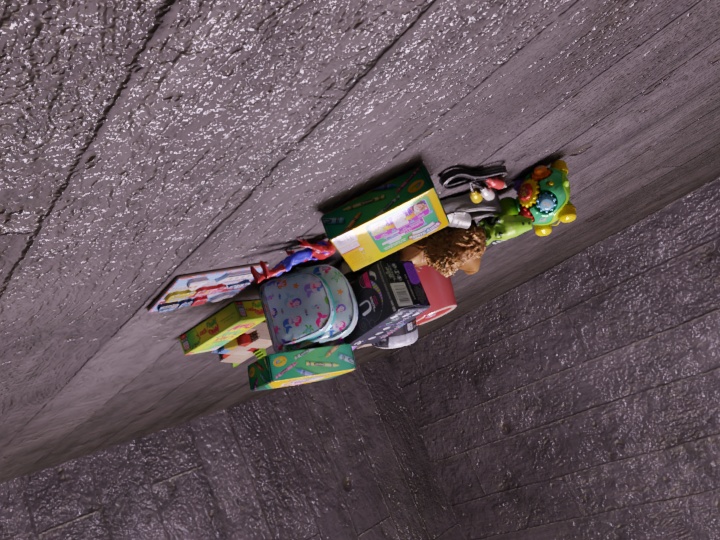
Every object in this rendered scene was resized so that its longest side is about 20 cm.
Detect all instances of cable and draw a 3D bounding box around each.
[{"bbox_3d":[0.230,-0.171,1.246,0.097,0.051,0.200,-31,166,28],"label":"cable"}]

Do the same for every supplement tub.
[{"bbox_3d":[0.072,0.081,1.577,0.122,0.201,0.123,-7,-172,1],"label":"supplement tub"}]

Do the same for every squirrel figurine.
[{"bbox_3d":[0.181,-0.053,1.457,0.185,0.143,0.200,-5,-178,-6],"label":"squirrel figurine"}]

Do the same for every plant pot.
[{"bbox_3d":[0.155,0.043,1.691,0.199,0.178,0.200,-22,168,-5],"label":"plant pot"}]

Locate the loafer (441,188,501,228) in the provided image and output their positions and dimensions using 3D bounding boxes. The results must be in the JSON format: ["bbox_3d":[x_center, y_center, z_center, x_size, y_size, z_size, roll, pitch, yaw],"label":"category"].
[{"bbox_3d":[0.212,-0.122,1.369,0.199,0.070,0.070,-21,167,-12],"label":"loafer"}]

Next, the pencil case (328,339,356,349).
[{"bbox_3d":[-0.081,0.113,1.531,0.085,0.201,0.084,-14,154,-30],"label":"pencil case"}]

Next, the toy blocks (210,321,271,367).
[{"bbox_3d":[-0.318,0.186,1.668,0.199,0.100,0.136,-31,154,27],"label":"toy blocks"}]

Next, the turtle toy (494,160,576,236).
[{"bbox_3d":[0.385,-0.156,1.428,0.101,0.147,0.200,8,155,-28],"label":"turtle toy"}]

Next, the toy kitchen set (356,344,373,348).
[{"bbox_3d":[-0.087,0.144,1.668,0.200,0.181,0.163,-32,163,31],"label":"toy kitchen set"}]

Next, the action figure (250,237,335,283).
[{"bbox_3d":[-0.113,-0.030,1.220,0.199,0.052,0.065,-19,173,-39],"label":"action figure"}]

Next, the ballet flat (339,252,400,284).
[{"bbox_3d":[0.000,0.000,1.488,0.199,0.069,0.068,-26,165,14],"label":"ballet flat"}]

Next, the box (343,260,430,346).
[{"bbox_3d":[0.040,0.075,1.436,0.106,0.123,0.200,-2,153,-42],"label":"box"}]

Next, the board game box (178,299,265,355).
[{"bbox_3d":[-0.323,0.135,1.510,0.199,0.048,0.101,-31,165,29],"label":"board game box"}]

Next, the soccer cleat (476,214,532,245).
[{"bbox_3d":[0.317,-0.092,1.422,0.081,0.068,0.200,-6,-178,-8],"label":"soccer cleat"}]

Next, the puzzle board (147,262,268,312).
[{"bbox_3d":[-0.292,0.035,1.237,0.199,0.017,0.151,-11,163,-45],"label":"puzzle board"}]

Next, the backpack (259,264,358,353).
[{"bbox_3d":[-0.107,0.079,1.374,0.199,0.179,0.151,-15,169,-2],"label":"backpack"}]

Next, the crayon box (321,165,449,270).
[{"bbox_3d":[0.046,-0.088,1.127,0.199,0.058,0.119,-26,146,7],"label":"crayon box"}]

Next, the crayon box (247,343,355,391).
[{"bbox_3d":[-0.125,0.206,1.362,0.199,0.059,0.119,-3,163,-32],"label":"crayon box"}]
